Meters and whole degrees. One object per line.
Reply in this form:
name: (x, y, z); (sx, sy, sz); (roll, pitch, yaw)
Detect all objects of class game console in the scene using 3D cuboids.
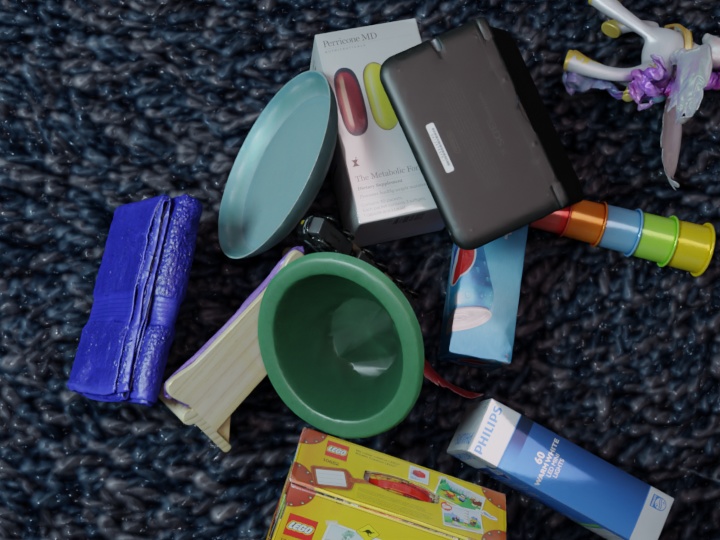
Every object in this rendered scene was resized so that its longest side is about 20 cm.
game console: (0.128, -0.136, 0.908); (0.175, 0.116, 0.201); (-25, 87, -6)

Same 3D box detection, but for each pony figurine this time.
pony figurine: (0.326, -0.214, 0.984); (0.198, 0.167, 0.194); (19, 68, 13)

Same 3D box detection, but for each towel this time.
towel: (-0.223, 0.025, 0.864); (0.049, 0.147, 0.202); (23, 72, -40)

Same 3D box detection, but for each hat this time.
hat: (0.014, 0.057, 0.877); (0.164, 0.176, 0.202); (4, 108, 24)

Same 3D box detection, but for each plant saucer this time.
plant saucer: (-0.079, -0.101, 0.889); (0.027, 0.200, 0.202); (25, 75, -28)

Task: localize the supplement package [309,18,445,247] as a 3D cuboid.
supplement package: (0.021, -0.140, 0.939); (0.113, 0.110, 0.202); (-12, 80, -10)

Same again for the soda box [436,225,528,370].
soda box: (0.131, -0.002, 0.947); (0.067, 0.064, 0.202); (11, 77, -4)

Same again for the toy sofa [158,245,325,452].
toy sofa: (-0.110, 0.065, 0.877); (0.200, 0.083, 0.098); (-48, 121, -13)

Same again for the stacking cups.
stacking cups: (0.277, -0.041, 0.980); (0.198, 0.061, 0.061); (11, 77, 0)

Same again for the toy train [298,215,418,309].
toy train: (0.000, 0.000, 0.889); (0.046, 0.200, 0.034); (11, 71, 37)

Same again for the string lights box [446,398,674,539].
string lights box: (0.192, 0.202, 0.891); (0.199, 0.103, 0.059); (29, 77, 0)

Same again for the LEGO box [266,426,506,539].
LEGO box: (0.016, 0.252, 0.834); (0.198, 0.077, 0.150); (19, 119, -2)
